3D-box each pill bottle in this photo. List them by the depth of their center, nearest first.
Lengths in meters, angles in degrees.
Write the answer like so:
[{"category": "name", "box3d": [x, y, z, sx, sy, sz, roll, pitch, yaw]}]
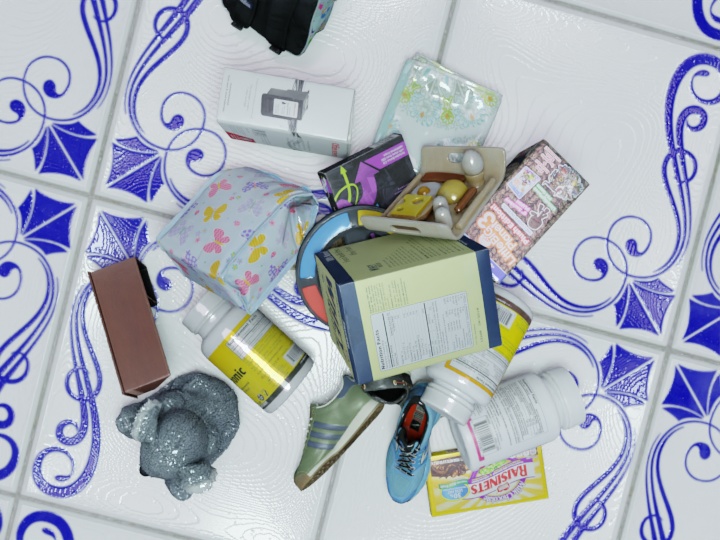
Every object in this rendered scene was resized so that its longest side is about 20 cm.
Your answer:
[{"category": "pill bottle", "box3d": [0.171, 0.126, 1.113, 0.109, 0.109, 0.201, 31, 79, -3]}, {"category": "pill bottle", "box3d": [-0.179, 0.119, 1.159, 0.200, 0.111, 0.111, 43, 90, -2]}, {"category": "pill bottle", "box3d": [0.246, 0.231, 1.173, 0.198, 0.113, 0.115, -19, 92, -6]}]

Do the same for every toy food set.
[{"category": "toy food set", "box3d": [0.105, -0.118, 1.050, 0.142, 0.200, 0.061, 8, 131, 34]}]

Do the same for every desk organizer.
[{"category": "desk organizer", "box3d": [-0.350, 0.088, 1.147, 0.076, 0.072, 0.202, -20, 77, -4]}]

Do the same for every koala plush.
[{"category": "koala plush", "box3d": [-0.274, 0.250, 1.114, 0.183, 0.200, 0.178, -39, 92, -1]}]

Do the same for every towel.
[{"category": "towel", "box3d": [0.118, -0.227, 1.191, 0.170, 0.048, 0.202, 24, 91, -2]}]

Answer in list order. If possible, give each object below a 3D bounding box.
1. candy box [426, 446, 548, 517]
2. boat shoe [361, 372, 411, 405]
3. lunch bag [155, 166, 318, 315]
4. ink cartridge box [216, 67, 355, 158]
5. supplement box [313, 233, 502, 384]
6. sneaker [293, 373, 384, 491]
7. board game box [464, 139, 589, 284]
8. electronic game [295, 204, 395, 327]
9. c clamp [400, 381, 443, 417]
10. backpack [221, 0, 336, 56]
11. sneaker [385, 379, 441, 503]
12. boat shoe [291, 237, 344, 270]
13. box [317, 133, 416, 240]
[{"category": "candy box", "box3d": [0.206, 0.340, 1.221, 0.197, 0.026, 0.104, -9, 94, -1]}, {"category": "boat shoe", "box3d": [0.038, 0.173, 1.114, 0.073, 0.202, 0.064, -8, 68, 7]}, {"category": "lunch bag", "box3d": [-0.173, -0.059, 1.113, 0.169, 0.128, 0.201, 23, 68, 35]}, {"category": "ink cartridge box", "box3d": [-0.107, -0.237, 1.133, 0.197, 0.145, 0.084, 9, 89, -2]}, {"category": "supplement box", "box3d": [0.057, 0.036, 1.009, 0.197, 0.200, 0.136, -14, 105, -10]}, {"category": "sneaker", "box3d": [-0.054, 0.255, 1.196, 0.090, 0.067, 0.200, 45, 100, 18]}, {"category": "board game box", "box3d": [0.230, -0.087, 1.143, 0.097, 0.159, 0.200, 43, 89, -2]}, {"category": "electronic game", "box3d": [0.000, 0.000, 1.115, 0.197, 0.042, 0.203, -3, 108, -10]}, {"category": "c clamp", "box3d": [0.126, 0.144, 1.211, 0.169, 0.027, 0.203, -12, 93, -1]}, {"category": "backpack", "box3d": [-0.111, -0.446, 1.102, 0.177, 0.200, 0.151, 33, 70, -1]}, {"category": "sneaker", "box3d": [0.073, 0.275, 1.169, 0.078, 0.090, 0.202, 15, 99, 21]}, {"category": "boat shoe", "box3d": [-0.035, -0.042, 1.181, 0.198, 0.065, 0.072, -18, 92, -2]}, {"category": "box", "box3d": [0.034, -0.091, 1.150, 0.142, 0.036, 0.202, -29, 112, -17]}]
